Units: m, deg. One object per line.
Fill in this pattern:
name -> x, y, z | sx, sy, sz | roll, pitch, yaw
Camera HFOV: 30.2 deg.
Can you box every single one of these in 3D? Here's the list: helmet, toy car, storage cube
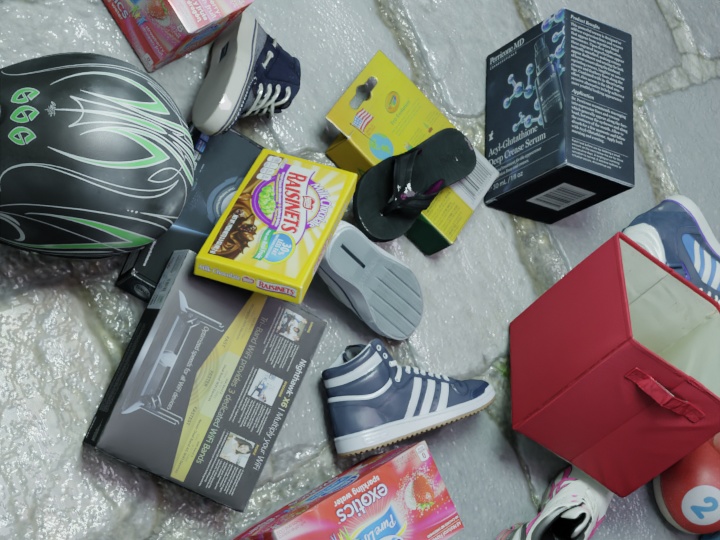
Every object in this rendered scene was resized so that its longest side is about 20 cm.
helmet -> -0.245, -0.101, 1.194 | 0.190, 0.200, 0.200 | 1, 72, -3
toy car -> 0.451, 0.217, 1.537 | 0.184, 0.200, 0.177 | 50, 55, -9
storage cube -> 0.283, 0.103, 1.447 | 0.171, 0.180, 0.200 | 33, 34, -21

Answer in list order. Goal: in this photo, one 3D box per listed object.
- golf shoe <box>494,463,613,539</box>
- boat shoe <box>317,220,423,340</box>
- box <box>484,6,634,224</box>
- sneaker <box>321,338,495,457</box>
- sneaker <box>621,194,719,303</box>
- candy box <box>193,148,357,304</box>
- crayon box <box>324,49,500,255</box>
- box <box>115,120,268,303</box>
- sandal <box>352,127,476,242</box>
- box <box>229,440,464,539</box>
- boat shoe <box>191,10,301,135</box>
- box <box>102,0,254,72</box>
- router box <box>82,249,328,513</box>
golf shoe -> 0.230, 0.269, 1.442 | 0.200, 0.092, 0.073 | -39, 96, -37
boat shoe -> 0.000, 0.000, 1.378 | 0.074, 0.067, 0.200 | -51, 139, -13
box -> 0.231, -0.177, 1.555 | 0.107, 0.148, 0.200 | 15, 66, -29
sneaker -> 0.049, 0.116, 1.387 | 0.200, 0.070, 0.109 | -15, 85, -33
sneaker -> 0.390, 0.020, 1.645 | 0.146, 0.081, 0.200 | -37, 99, -28
candy box -> -0.076, -0.046, 1.261 | 0.102, 0.026, 0.200 | 17, 38, 4
crayon box -> 0.049, -0.131, 1.480 | 0.200, 0.051, 0.127 | 45, 55, -13
box -> -0.134, -0.035, 1.333 | 0.160, 0.044, 0.200 | 32, 60, -21
sandal -> 0.061, -0.101, 1.411 | 0.075, 0.048, 0.200 | 52, 50, -5
box -> -0.011, 0.254, 1.286 | 0.200, 0.095, 0.100 | -25, 90, -36
boat shoe -> -0.107, -0.184, 1.351 | 0.093, 0.075, 0.200 | 36, 35, -22
box -> -0.212, -0.319, 1.340 | 0.095, 0.103, 0.200 | -35, 94, -36
router box -> -0.142, 0.103, 1.243 | 0.157, 0.052, 0.200 | 29, 78, -22
